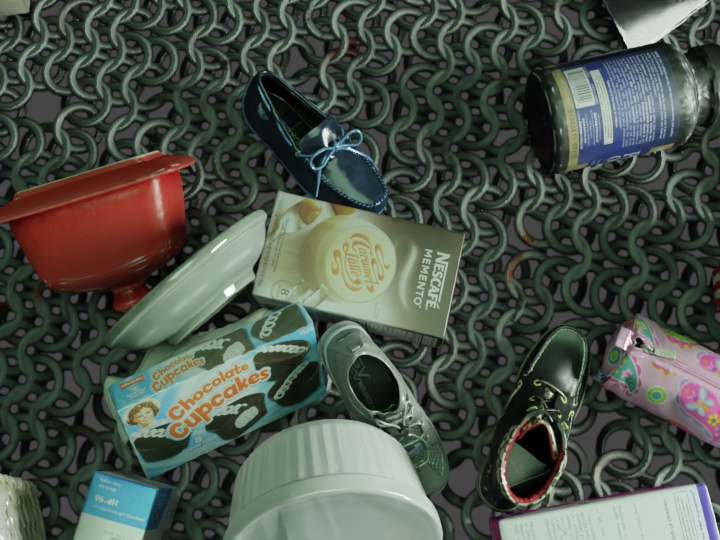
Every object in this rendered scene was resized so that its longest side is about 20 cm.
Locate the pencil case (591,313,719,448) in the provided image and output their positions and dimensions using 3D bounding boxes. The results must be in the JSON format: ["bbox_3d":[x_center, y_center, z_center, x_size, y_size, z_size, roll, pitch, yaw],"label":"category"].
[{"bbox_3d":[0.337,0.118,0.957,0.198,0.087,0.088,28,79,6],"label":"pencil case"}]

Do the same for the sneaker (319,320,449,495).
[{"bbox_3d":[0.025,0.146,0.938,0.074,0.082,0.201,-36,104,-6],"label":"sneaker"}]

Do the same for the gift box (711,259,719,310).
[{"bbox_3d":[0.459,-0.005,0.938,0.184,0.185,0.202,5,74,-7],"label":"gift box"}]

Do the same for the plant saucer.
[{"bbox_3d":[-0.157,0.022,0.934,0.200,0.200,0.050,-41,91,-7],"label":"plant saucer"}]

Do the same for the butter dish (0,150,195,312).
[{"bbox_3d":[-0.250,-0.030,0.969,0.198,0.200,0.149,-17,101,-2],"label":"butter dish"}]

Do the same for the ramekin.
[{"bbox_3d":[-0.030,0.224,0.891,0.200,0.204,0.095,-11,43,-1],"label":"ramekin"}]

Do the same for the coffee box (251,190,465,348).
[{"bbox_3d":[0.000,0.000,0.991,0.198,0.080,0.116,12,78,4],"label":"coffee box"}]

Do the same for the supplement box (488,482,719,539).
[{"bbox_3d":[0.231,0.271,0.916,0.198,0.101,0.105,-11,77,-2],"label":"supplement box"}]

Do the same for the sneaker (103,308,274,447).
[{"bbox_3d":[-0.175,0.093,0.982,0.199,0.075,0.081,-35,70,-7],"label":"sneaker"}]

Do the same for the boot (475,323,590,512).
[{"bbox_3d":[0.179,0.138,0.919,0.073,0.154,0.205,27,80,7],"label":"boot"}]

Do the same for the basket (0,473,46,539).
[{"bbox_3d":[-0.393,0.305,0.891,0.198,0.161,0.200,-17,78,-2],"label":"basket"}]

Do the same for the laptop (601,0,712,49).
[{"bbox_3d":[0.313,-0.383,1.105,0.186,0.116,0.200,-36,51,-7],"label":"laptop"}]

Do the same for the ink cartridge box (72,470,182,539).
[{"bbox_3d":[-0.239,0.299,0.912,0.067,0.116,0.202,14,78,4],"label":"ink cartridge box"}]

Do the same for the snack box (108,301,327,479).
[{"bbox_3d":[-0.133,0.118,0.932,0.198,0.117,0.037,-24,48,-15],"label":"snack box"}]

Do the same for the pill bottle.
[{"bbox_3d":[0.282,-0.176,1.008,0.198,0.112,0.113,-12,78,-1],"label":"pill bottle"}]

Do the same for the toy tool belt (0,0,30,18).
[{"bbox_3d":[-0.430,-0.388,1.062,0.123,0.123,0.202,-14,77,-2],"label":"toy tool belt"}]

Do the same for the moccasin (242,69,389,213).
[{"bbox_3d":[-0.052,-0.133,1.017,0.199,0.068,0.081,38,58,7],"label":"moccasin"}]
